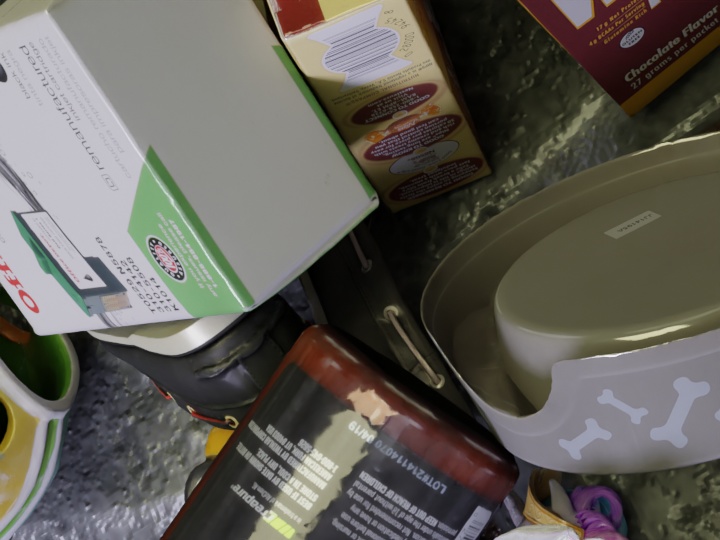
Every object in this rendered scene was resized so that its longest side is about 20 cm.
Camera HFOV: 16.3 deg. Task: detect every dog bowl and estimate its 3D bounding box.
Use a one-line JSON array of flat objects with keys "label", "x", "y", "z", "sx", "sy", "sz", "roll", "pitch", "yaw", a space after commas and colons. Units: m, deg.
[{"label": "dog bowl", "x": 0.125, "y": 0.011, "z": 0.981, "sx": 0.199, "sy": 0.200, "sz": 0.059, "roll": -7, "pitch": 113, "yaw": 30}]

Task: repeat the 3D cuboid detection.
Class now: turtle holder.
[{"label": "turtle holder", "x": -0.207, "y": 0.073, "z": 1.164, "sx": 0.131, "sy": 0.185, "sz": 0.141, "roll": -35, "pitch": 88, "yaw": 19}]

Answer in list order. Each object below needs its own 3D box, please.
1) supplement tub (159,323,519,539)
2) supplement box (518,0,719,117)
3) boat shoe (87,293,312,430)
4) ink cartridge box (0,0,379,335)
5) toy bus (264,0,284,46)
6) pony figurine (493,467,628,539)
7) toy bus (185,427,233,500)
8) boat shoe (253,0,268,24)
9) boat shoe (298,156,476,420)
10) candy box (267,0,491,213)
[{"label": "supplement tub", "x": -0.032, "y": 0.128, "z": 1.000, "sx": 0.107, "sy": 0.107, "sz": 0.200, "roll": 37, "pitch": 93, "yaw": 32}, {"label": "supplement box", "x": 0.077, "y": -0.205, "z": 1.035, "sx": 0.133, "sy": 0.197, "sz": 0.200, "roll": -39, "pitch": 62, "yaw": 9}, {"label": "boat shoe", "x": -0.072, "y": 0.027, "z": 1.120, "sx": 0.074, "sy": 0.063, "sz": 0.201, "roll": -40, "pitch": 18, "yaw": -10}, {"label": "ink cartridge box", "x": -0.105, "y": -0.055, "z": 1.048, "sx": 0.084, "sy": 0.146, "sz": 0.200, "roll": -42, "pitch": 16, "yaw": -28}, {"label": "toy bus", "x": -0.059, "y": -0.161, "z": 1.191, "sx": 0.078, "sy": 0.065, "sz": 0.201, "roll": 30, "pitch": 95, "yaw": 32}, {"label": "pony figurine", "x": 0.082, "y": 0.170, "z": 0.988, "sx": 0.193, "sy": 0.166, "sz": 0.201, "roll": 5, "pitch": 65, "yaw": 57}, {"label": "toy bus", "x": -0.036, "y": 0.170, "z": 1.096, "sx": 0.078, "sy": 0.065, "sz": 0.201, "roll": 2, "pitch": 80, "yaw": 31}, {"label": "boat shoe", "x": -0.083, "y": -0.128, "z": 1.102, "sx": 0.075, "sy": 0.068, "sz": 0.201, "roll": -161, "pitch": 62, "yaw": -67}, {"label": "boat shoe", "x": 0.000, "y": 0.000, "z": 1.125, "sx": 0.057, "sy": 0.067, "sz": 0.201, "roll": -19, "pitch": 63, "yaw": 3}, {"label": "candy box", "x": -0.002, "y": -0.115, "z": 1.066, "sx": 0.055, "sy": 0.200, "sz": 0.116, "roll": -21, "pitch": 68, "yaw": 5}]
